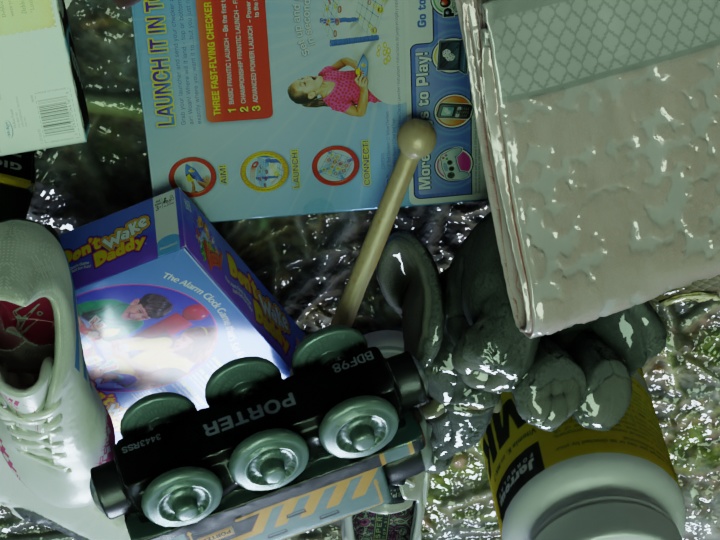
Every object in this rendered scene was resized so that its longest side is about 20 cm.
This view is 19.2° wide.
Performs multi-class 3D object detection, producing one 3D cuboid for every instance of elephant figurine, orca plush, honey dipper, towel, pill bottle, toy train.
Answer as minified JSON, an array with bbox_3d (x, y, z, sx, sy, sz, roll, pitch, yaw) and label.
[{"bbox_3d":[0.070,0.029,1.248,0.142,0.200,0.155,39,72,-22],"label":"elephant figurine"},{"bbox_3d":[-0.186,0.102,1.288,0.200,0.071,0.105,24,119,-13],"label":"orca plush"},{"bbox_3d":[0.000,0.000,1.230,0.038,0.038,0.200,13,116,-15],"label":"honey dipper"},{"bbox_3d":[0.157,-0.079,1.144,0.200,0.032,0.191,-17,106,-21],"label":"towel"},{"bbox_3d":[0.136,0.129,1.307,0.114,0.200,0.114,-3,125,-5],"label":"pill bottle"},{"bbox_3d":[-0.052,0.109,1.215,0.200,0.085,0.114,-21,137,-4],"label":"toy train"}]

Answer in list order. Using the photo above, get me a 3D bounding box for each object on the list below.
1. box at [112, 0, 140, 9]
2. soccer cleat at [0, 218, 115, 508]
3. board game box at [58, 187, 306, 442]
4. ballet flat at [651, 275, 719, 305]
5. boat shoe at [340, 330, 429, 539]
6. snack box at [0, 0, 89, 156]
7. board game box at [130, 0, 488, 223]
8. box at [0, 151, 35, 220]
[{"bbox_3d":[-0.115,-0.272,1.014,0.164,0.166,0.200,-34,122,16],"label":"box"},{"bbox_3d":[-0.182,0.068,1.172,0.070,0.086,0.200,-6,124,4],"label":"soccer cleat"},{"bbox_3d":[-0.119,0.044,1.273,0.134,0.045,0.200,-20,141,14],"label":"board game box"},{"bbox_3d":[0.270,-0.011,1.305,0.200,0.067,0.046,-19,95,2],"label":"ballet flat"},{"bbox_3d":[0.014,0.133,1.376,0.072,0.069,0.200,3,125,-9],"label":"boat shoe"},{"bbox_3d":[-0.221,-0.157,1.137,0.116,0.037,0.200,-9,112,-1],"label":"snack box"},{"bbox_3d":[-0.027,-0.127,1.195,0.196,0.056,0.200,-4,126,-3],"label":"board game box"},{"bbox_3d":[-0.293,0.000,1.260,0.160,0.049,0.200,12,123,-17],"label":"box"}]
